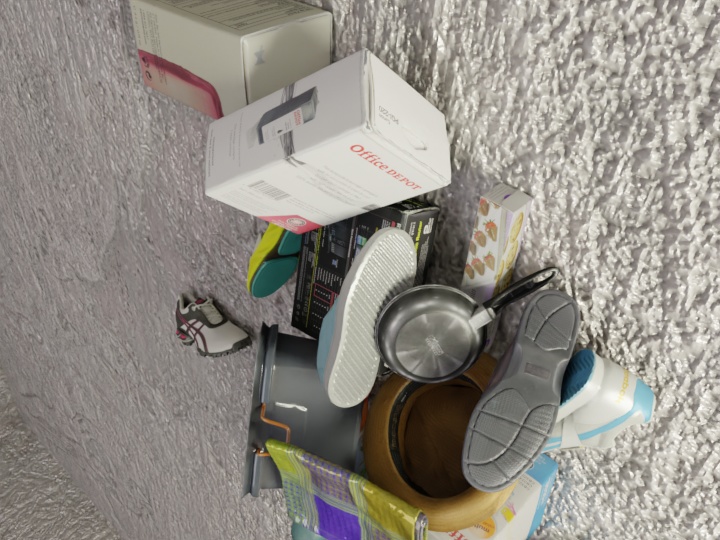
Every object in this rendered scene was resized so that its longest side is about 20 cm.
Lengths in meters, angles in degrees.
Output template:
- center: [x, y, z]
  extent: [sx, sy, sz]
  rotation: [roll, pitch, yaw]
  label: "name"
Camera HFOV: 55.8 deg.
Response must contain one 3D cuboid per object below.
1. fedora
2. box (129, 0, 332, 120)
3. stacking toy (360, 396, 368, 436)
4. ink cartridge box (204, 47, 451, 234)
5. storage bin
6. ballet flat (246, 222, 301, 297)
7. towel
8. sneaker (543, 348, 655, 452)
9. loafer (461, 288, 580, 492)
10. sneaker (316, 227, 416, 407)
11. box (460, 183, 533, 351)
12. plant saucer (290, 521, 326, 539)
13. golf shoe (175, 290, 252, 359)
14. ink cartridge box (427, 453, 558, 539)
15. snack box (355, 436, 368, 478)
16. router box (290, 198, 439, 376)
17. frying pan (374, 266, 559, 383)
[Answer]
- center: [0.098, 0.181, 0.728]
  extent: [0.200, 0.201, 0.082]
  rotation: [16, 161, 41]
  label: "fedora"
- center: [-0.144, -0.247, 0.768]
  extent: [0.200, 0.128, 0.109]
  rotation: [30, 135, 32]
  label: "box"
- center: [-0.029, 0.124, 0.928]
  extent: [0.146, 0.146, 0.200]
  rotation: [37, 120, 25]
  label: "stacking toy"
- center: [-0.032, -0.115, 0.668]
  extent: [0.200, 0.146, 0.085]
  rotation: [-13, 69, 34]
  label: "ink cartridge box"
- center: [-0.067, 0.175, 0.828]
  extent: [0.146, 0.134, 0.201]
  rotation: [-111, 27, -78]
  label: "storage bin"
- center: [-0.113, -0.038, 0.944]
  extent: [0.200, 0.067, 0.067]
  rotation: [-53, 53, 48]
  label: "ballet flat"
- center: [-0.012, 0.259, 0.719]
  extent: [0.200, 0.023, 0.144]
  rotation: [20, 135, 29]
  label: "towel"
- center: [0.213, 0.153, 0.691]
  extent: [0.081, 0.077, 0.200]
  rotation: [27, 149, 0]
  label: "sneaker"
- center: [0.154, 0.116, 0.650]
  extent: [0.072, 0.200, 0.063]
  rotation: [25, 168, 9]
  label: "loafer"
- center: [-0.007, 0.040, 0.722]
  extent: [0.082, 0.074, 0.201]
  rotation: [43, 115, 56]
  label: "sneaker"
- center: [0.132, 0.006, 0.708]
  extent: [0.039, 0.041, 0.200]
  rotation: [32, 135, 29]
  label: "box"
- center: [-0.002, 0.395, 0.977]
  extent: [0.199, 0.036, 0.200]
  rotation: [1, 130, 1]
  label: "plant saucer"
- center: [-0.268, 0.096, 1.194]
  extent: [0.200, 0.077, 0.088]
  rotation: [12, 117, 43]
  label: "golf shoe"
- center: [0.115, 0.286, 0.791]
  extent: [0.128, 0.200, 0.126]
  rotation: [30, 135, 31]
  label: "ink cartridge box"
- center: [-0.032, 0.321, 1.029]
  extent: [0.053, 0.142, 0.200]
  rotation: [32, 136, 29]
  label: "snack box"
- center: [0.000, 0.000, 0.795]
  extent: [0.150, 0.062, 0.201]
  rotation: [26, 117, 36]
  label: "router box"
- center: [0.109, 0.064, 0.684]
  extent: [0.189, 0.031, 0.115]
  rotation: [-7, 115, 5]
  label: "frying pan"
